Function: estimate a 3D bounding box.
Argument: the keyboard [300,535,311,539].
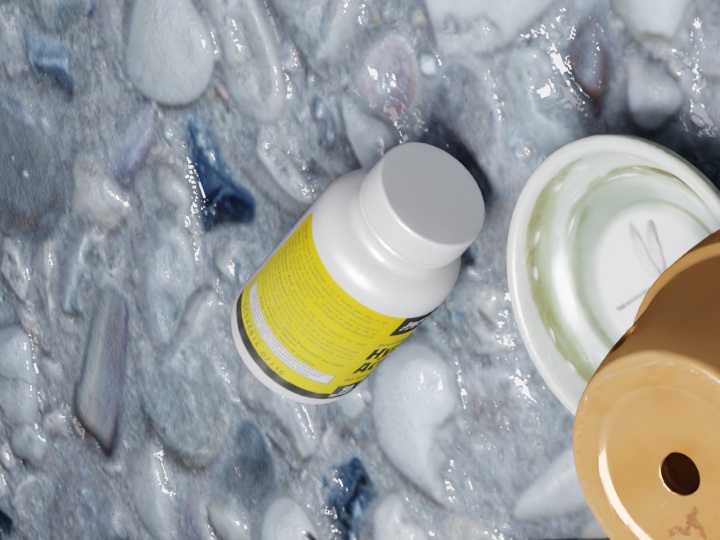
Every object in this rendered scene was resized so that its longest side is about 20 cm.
[{"bbox_3d":[-0.056,0.295,1.658,0.056,0.011,0.201,47,134,26],"label":"keyboard"}]

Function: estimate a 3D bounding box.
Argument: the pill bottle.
[{"bbox_3d":[0.000,0.000,1.404,0.112,0.111,0.200,58,139,14],"label":"pill bottle"}]

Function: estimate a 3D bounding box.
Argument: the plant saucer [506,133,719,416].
[{"bbox_3d":[0.177,0.011,1.259,0.199,0.050,0.202,20,118,42],"label":"plant saucer"}]

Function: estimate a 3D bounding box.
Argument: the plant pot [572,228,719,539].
[{"bbox_3d":[0.209,0.084,1.114,0.199,0.140,0.201,19,119,36],"label":"plant pot"}]
